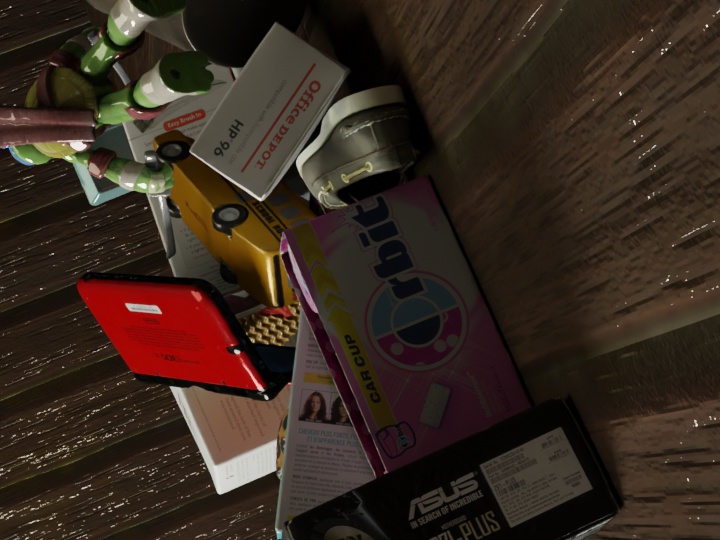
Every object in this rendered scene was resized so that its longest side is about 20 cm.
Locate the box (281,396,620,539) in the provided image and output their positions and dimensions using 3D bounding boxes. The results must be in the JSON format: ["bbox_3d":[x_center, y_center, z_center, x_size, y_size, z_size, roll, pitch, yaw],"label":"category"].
[{"bbox_3d":[0.053,0.177,1.093,0.164,0.200,0.086,98,147,-71],"label":"box"}]

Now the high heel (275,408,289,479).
[{"bbox_3d":[0.022,0.136,1.279,0.200,0.143,0.071,30,175,45],"label":"high heel"}]

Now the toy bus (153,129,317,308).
[{"bbox_3d":[-0.103,-0.051,1.382,0.200,0.078,0.065,46,152,43],"label":"toy bus"}]

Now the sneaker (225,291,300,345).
[{"bbox_3d":[-0.098,0.022,1.588,0.075,0.200,0.090,53,-178,-45],"label":"sneaker"}]

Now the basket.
[{"bbox_3d":[-0.136,-0.259,1.365,0.136,0.181,0.200,23,-166,-40],"label":"basket"}]

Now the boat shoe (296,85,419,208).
[{"bbox_3d":[-0.001,-0.076,1.221,0.202,0.072,0.060,124,129,-73],"label":"boat shoe"}]

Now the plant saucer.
[{"bbox_3d":[-0.176,-0.128,1.552,0.070,0.200,0.019,66,154,0],"label":"plant saucer"}]

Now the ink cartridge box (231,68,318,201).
[{"bbox_3d":[-0.068,-0.149,1.546,0.163,0.057,0.200,67,-170,8],"label":"ink cartridge box"}]

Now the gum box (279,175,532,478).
[{"bbox_3d":[0.033,0.048,1.177,0.066,0.113,0.200,108,140,-74],"label":"gum box"}]

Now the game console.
[{"bbox_3d":[-0.117,0.043,1.417,0.200,0.119,0.173,2,130,49],"label":"game console"}]

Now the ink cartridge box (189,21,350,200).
[{"bbox_3d":[-0.067,-0.117,1.227,0.068,0.116,0.200,33,-178,-4],"label":"ink cartridge box"}]

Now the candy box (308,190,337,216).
[{"bbox_3d":[0.000,0.000,1.414,0.200,0.056,0.117,97,151,-72],"label":"candy box"}]

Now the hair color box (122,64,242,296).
[{"bbox_3d":[-0.135,-0.078,1.493,0.064,0.111,0.200,-5,-103,-84],"label":"hair color box"}]

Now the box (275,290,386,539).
[{"bbox_3d":[-0.012,0.102,1.222,0.049,0.082,0.201,99,178,-74],"label":"box"}]

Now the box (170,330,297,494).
[{"bbox_3d":[-0.083,0.107,1.650,0.106,0.200,0.153,97,149,-67],"label":"box"}]

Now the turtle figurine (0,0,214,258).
[{"bbox_3d":[-0.179,-0.139,1.303,0.194,0.200,0.144,-33,42,43],"label":"turtle figurine"}]
